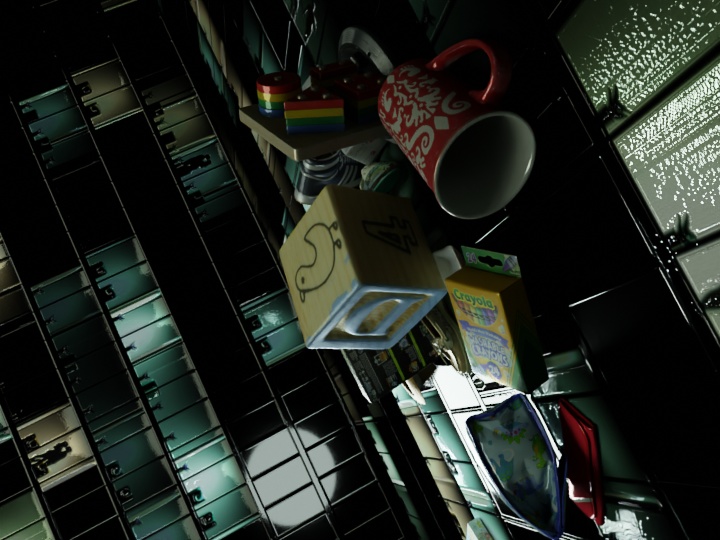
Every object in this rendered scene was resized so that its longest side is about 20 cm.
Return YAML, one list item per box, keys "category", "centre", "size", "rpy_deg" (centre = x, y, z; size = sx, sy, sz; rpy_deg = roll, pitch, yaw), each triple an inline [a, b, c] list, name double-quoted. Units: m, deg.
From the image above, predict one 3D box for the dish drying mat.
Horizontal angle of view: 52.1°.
- category: "dish drying mat"
  centre: [0.323, 0.284, 1.080]
  size: [0.077, 0.018, 0.203]
  rpy_deg: [47, 157, 56]

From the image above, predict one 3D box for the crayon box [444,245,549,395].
- category: "crayon box"
  centre: [0.196, 0.072, 1.085]
  size: [0.125, 0.051, 0.203]
  rpy_deg: [16, 129, 58]

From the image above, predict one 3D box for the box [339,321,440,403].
- category: "box"
  centre: [0.054, 0.126, 1.441]
  size: [0.202, 0.191, 0.047]
  rpy_deg: [63, 166, -23]

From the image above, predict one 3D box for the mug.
- category: "mug"
  centre: [0.120, -0.188, 0.900]
  size: [0.132, 0.178, 0.201]
  rpy_deg: [29, -162, -38]

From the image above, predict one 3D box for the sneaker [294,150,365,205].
- category: "sneaker"
  centre: [-0.040, -0.204, 1.346]
  size: [0.069, 0.199, 0.110]
  rpy_deg: [32, 134, 22]

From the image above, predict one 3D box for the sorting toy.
- category: "sorting toy"
  centre: [-0.058, -0.251, 1.096]
  size: [0.200, 0.196, 0.071]
  rpy_deg: [40, 142, 47]

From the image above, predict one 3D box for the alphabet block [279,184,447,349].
- category: "alphabet block"
  centre: [0.000, 0.000, 1.268]
  size: [0.196, 0.194, 0.203]
  rpy_deg: [-48, 50, 37]

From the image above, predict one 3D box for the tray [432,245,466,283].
- category: "tray"
  centre: [0.182, 0.053, 1.219]
  size: [0.203, 0.022, 0.107]
  rpy_deg: [66, 168, 0]

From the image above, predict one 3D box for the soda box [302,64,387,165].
- category: "soda box"
  centre: [-0.033, -0.281, 1.327]
  size: [0.068, 0.064, 0.201]
  rpy_deg: [16, -147, -48]

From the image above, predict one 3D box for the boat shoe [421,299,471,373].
- category: "boat shoe"
  centre: [0.143, 0.108, 1.377]
  size: [0.202, 0.062, 0.073]
  rpy_deg: [62, 166, 15]

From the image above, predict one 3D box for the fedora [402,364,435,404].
- category: "fedora"
  centre: [0.107, 0.196, 1.601]
  size: [0.202, 0.081, 0.201]
  rpy_deg: [55, 173, 10]

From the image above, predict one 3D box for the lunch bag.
- category: "lunch bag"
  centre: [0.246, 0.299, 1.103]
  size: [0.170, 0.126, 0.203]
  rpy_deg: [53, -167, -70]

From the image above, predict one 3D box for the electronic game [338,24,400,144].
- category: "electronic game"
  centre: [0.026, -0.294, 1.176]
  size: [0.201, 0.041, 0.201]
  rpy_deg: [52, 164, 21]

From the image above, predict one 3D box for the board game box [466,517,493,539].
- category: "board game box"
  centre: [0.326, 0.720, 1.795]
  size: [0.201, 0.034, 0.136]
  rpy_deg: [56, 163, 36]

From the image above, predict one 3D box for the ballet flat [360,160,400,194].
- category: "ballet flat"
  centre: [0.025, -0.157, 1.346]
  size: [0.075, 0.073, 0.201]
  rpy_deg: [61, 161, 17]
